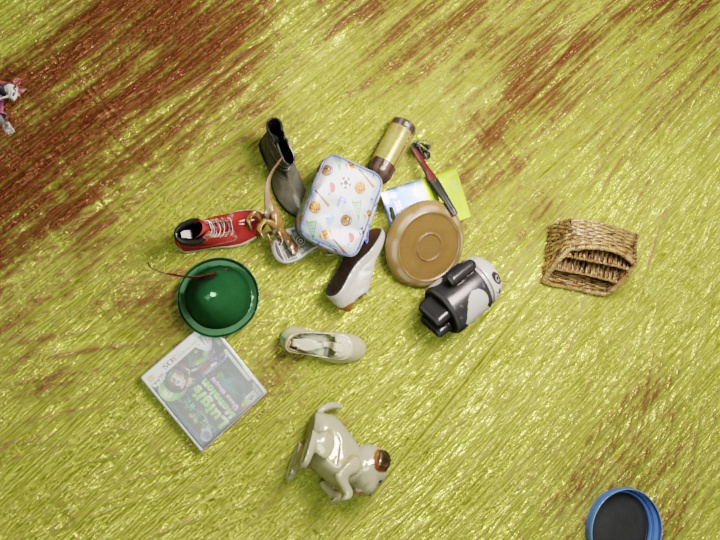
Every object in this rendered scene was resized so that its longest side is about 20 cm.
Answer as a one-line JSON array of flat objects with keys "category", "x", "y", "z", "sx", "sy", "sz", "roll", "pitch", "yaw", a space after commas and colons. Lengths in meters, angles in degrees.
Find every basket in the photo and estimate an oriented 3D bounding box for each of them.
[{"category": "basket", "x": 0.548, "y": -0.028, "z": 1.557, "sx": 0.195, "sy": 0.143, "sz": 0.153, "roll": 12, "pitch": 83, "yaw": -13}]

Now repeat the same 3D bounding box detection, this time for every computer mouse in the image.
[{"category": "computer mouse", "x": -0.109, "y": -0.081, "z": 1.445, "sx": 0.197, "sy": 0.044, "sz": 0.112, "roll": -26, "pitch": 100, "yaw": -19}]

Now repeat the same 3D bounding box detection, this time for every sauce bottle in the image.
[{"category": "sauce bottle", "x": 0.055, "y": -0.247, "z": 1.485, "sx": 0.064, "sy": 0.065, "sz": 0.203, "roll": 31, "pitch": 79, "yaw": -10}]

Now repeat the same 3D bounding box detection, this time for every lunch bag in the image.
[{"category": "lunch bag", "x": -0.043, "y": -0.130, "z": 1.400, "sx": 0.158, "sy": 0.075, "sz": 0.204, "roll": 23, "pitch": 84, "yaw": -16}]

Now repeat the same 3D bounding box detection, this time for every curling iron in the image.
[{"category": "curling iron", "x": 0.169, "y": -0.212, "z": 1.483, "sx": 0.049, "sy": 0.026, "sz": 0.203, "roll": -20, "pitch": 72, "yaw": -12}]

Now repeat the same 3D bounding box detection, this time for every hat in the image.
[{"category": "hat", "x": -0.291, "y": 0.040, "z": 1.308, "sx": 0.197, "sy": 0.176, "sz": 0.168, "roll": -24, "pitch": 83, "yaw": -18}]

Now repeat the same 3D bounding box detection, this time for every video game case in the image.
[{"category": "video game case", "x": -0.325, "y": 0.239, "z": 1.378, "sx": 0.181, "sy": 0.023, "sz": 0.201, "roll": -40, "pitch": 97, "yaw": -13}]

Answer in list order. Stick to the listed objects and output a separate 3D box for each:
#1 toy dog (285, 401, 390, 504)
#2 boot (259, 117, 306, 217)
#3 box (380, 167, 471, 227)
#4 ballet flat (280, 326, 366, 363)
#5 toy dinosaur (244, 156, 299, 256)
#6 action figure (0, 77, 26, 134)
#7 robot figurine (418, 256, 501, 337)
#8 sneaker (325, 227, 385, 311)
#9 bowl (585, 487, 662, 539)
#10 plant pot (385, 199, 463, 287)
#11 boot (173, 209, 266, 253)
[{"category": "toy dog", "x": -0.036, "y": 0.400, "z": 1.399, "sx": 0.197, "sy": 0.140, "sz": 0.196, "roll": 28, "pitch": 44, "yaw": -9}, {"category": "boot", "x": -0.159, "y": -0.212, "z": 1.394, "sx": 0.067, "sy": 0.130, "sz": 0.203, "roll": -26, "pitch": 93, "yaw": -14}, {"category": "box", "x": 0.145, "y": -0.148, "z": 1.510, "sx": 0.196, "sy": 0.048, "sz": 0.125, "roll": -19, "pitch": 90, "yaw": -15}, {"category": "ballet flat", "x": -0.076, "y": 0.163, "z": 1.425, "sx": 0.195, "sy": 0.069, "sz": 0.071, "roll": 8, "pitch": 84, "yaw": -14}, {"category": "toy dinosaur", "x": -0.186, "y": -0.118, "z": 1.361, "sx": 0.105, "sy": 0.060, "sz": 0.204, "roll": -34, "pitch": 120, "yaw": -34}, {"category": "action figure", "x": -0.755, "y": -0.334, "z": 1.284, "sx": 0.197, "sy": 0.148, "sz": 0.137, "roll": -23, "pitch": 123, "yaw": -32}, {"category": "robot figurine", "x": 0.224, "y": 0.058, "z": 1.470, "sx": 0.198, "sy": 0.150, "sz": 0.126, "roll": -36, "pitch": 90, "yaw": -17}, {"category": "sneaker", "x": 0.000, "y": 0.000, "z": 1.465, "sx": 0.202, "sy": 0.072, "sz": 0.085, "roll": -55, "pitch": 130, "yaw": -17}, {"category": "bowl", "x": 0.632, "y": 0.625, "z": 1.590, "sx": 0.196, "sy": 0.039, "sz": 0.206, "roll": 1, "pitch": 86, "yaw": -14}, {"category": "plant pot", "x": 0.150, "y": -0.055, "z": 1.481, "sx": 0.195, "sy": 0.027, "sz": 0.205, "roll": -7, "pitch": 109, "yaw": -19}, {"category": "boot", "x": -0.282, "y": -0.086, "z": 1.348, "sx": 0.196, "sy": 0.144, "sz": 0.074, "roll": -16, "pitch": 88, "yaw": -16}]
